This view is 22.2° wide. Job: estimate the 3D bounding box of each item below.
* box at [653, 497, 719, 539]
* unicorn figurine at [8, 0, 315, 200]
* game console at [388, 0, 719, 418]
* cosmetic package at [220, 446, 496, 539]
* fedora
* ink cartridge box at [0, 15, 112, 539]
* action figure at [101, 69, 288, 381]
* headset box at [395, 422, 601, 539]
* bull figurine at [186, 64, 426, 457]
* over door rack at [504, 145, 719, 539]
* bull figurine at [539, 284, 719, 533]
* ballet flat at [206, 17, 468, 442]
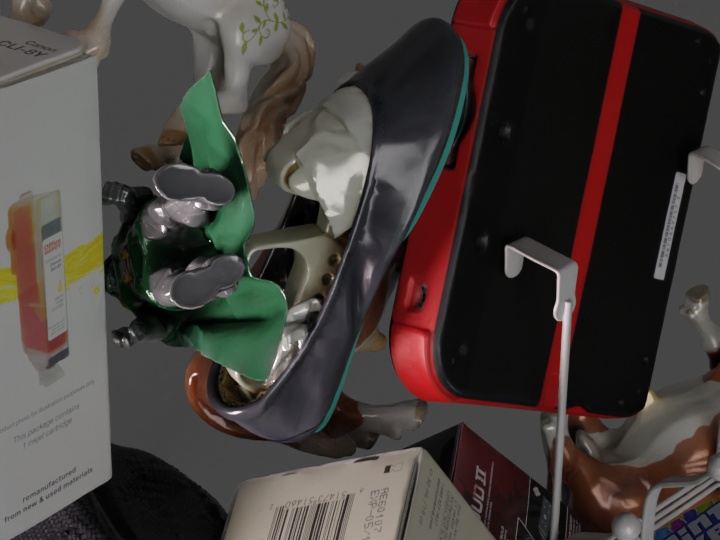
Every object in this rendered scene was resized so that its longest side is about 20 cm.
[{"bbox_3d":[0.242,0.215,0.988,0.199,0.193,0.122,-35,120,1],"label":"box"},{"bbox_3d":[-0.083,-0.133,0.795,0.138,0.073,0.200,-57,141,-18],"label":"unicorn figurine"},{"bbox_3d":[0.095,-0.032,0.864,0.176,0.031,0.202,8,95,-46],"label":"game console"},{"bbox_3d":[0.027,0.174,0.833,0.103,0.074,0.200,-14,130,30],"label":"cosmetic package"},{"bbox_3d":[-0.111,0.142,0.844,0.199,0.201,0.092,17,108,-23],"label":"fedora"},{"bbox_3d":[-0.185,-0.005,0.777,0.083,0.144,0.202,-28,127,-47],"label":"ink cartridge box"},{"bbox_3d":[-0.083,-0.005,0.782,0.054,0.200,0.120,-5,85,-16],"label":"action figure"},{"bbox_3d":[0.046,0.170,0.938,0.148,0.078,0.200,-28,124,37],"label":"headset box"},{"bbox_3d":[0.000,0.000,0.876,0.121,0.065,0.201,31,102,-18],"label":"bull figurine"},{"bbox_3d":[0.146,0.062,0.865,0.147,0.066,0.202,-24,115,-37],"label":"over door rack"},{"bbox_3d":[0.184,0.077,0.980,0.199,0.065,0.122,-29,115,-4],"label":"bull figurine"},{"bbox_3d":[-0.016,-0.017,0.786,0.072,0.073,0.202,16,107,-22],"label":"ballet flat"}]
